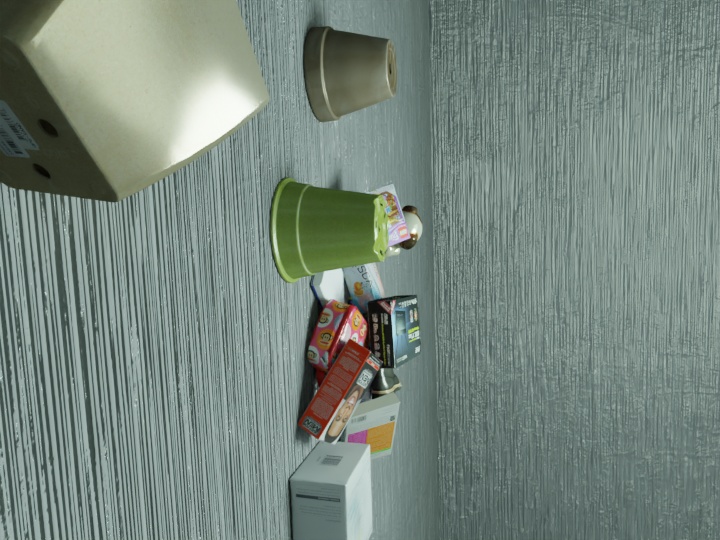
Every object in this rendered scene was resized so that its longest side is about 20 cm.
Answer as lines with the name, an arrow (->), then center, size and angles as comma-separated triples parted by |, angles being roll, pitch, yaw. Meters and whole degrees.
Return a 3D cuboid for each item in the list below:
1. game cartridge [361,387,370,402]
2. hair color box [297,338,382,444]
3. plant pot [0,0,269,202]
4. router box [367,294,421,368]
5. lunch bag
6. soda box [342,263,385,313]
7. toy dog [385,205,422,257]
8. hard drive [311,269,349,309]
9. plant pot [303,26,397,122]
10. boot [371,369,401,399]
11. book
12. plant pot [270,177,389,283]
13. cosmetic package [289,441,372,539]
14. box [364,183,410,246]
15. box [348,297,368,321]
game cartridge -> 0.014, 0.335, 1.516 | 0.201, 0.038, 0.132 | 84, 11, -66
hair color box -> -0.038, 0.252, 1.219 | 0.202, 0.061, 0.102 | -58, 154, -8
plant pot -> -0.220, -0.168, 0.465 | 0.201, 0.197, 0.179 | 73, 33, -47
router box -> 0.083, 0.140, 1.396 | 0.199, 0.061, 0.153 | -6, 93, -66
lunch bag -> -0.049, 0.178, 1.303 | 0.178, 0.081, 0.201 | -66, 155, -22
soda box -> 0.000, 0.000, 1.429 | 0.068, 0.063, 0.203 | -18, 90, -64
toy dog -> 0.062, -0.111, 1.522 | 0.195, 0.196, 0.142 | 64, 28, -59
hard drive -> -0.066, 0.042, 1.364 | 0.201, 0.025, 0.133 | 73, 22, -50
plant pot -> -0.013, -0.435, 1.293 | 0.200, 0.171, 0.204 | 0, 90, -75
boot -> 0.063, 0.240, 1.503 | 0.200, 0.076, 0.141 | -51, 137, -87
book -> 0.017, 0.382, 1.399 | 0.048, 0.132, 0.202 | -122, -152, -41
plant pot -> -0.047, -0.078, 1.119 | 0.200, 0.187, 0.204 | -1, 90, -76
cosmetic package -> -0.054, 0.488, 1.215 | 0.199, 0.121, 0.204 | -24, 114, -74
box -> 0.016, -0.110, 1.377 | 0.198, 0.039, 0.139 | -22, 95, -34
box -> -0.002, 0.174, 1.535 | 0.070, 0.063, 0.203 | -64, 150, -60
